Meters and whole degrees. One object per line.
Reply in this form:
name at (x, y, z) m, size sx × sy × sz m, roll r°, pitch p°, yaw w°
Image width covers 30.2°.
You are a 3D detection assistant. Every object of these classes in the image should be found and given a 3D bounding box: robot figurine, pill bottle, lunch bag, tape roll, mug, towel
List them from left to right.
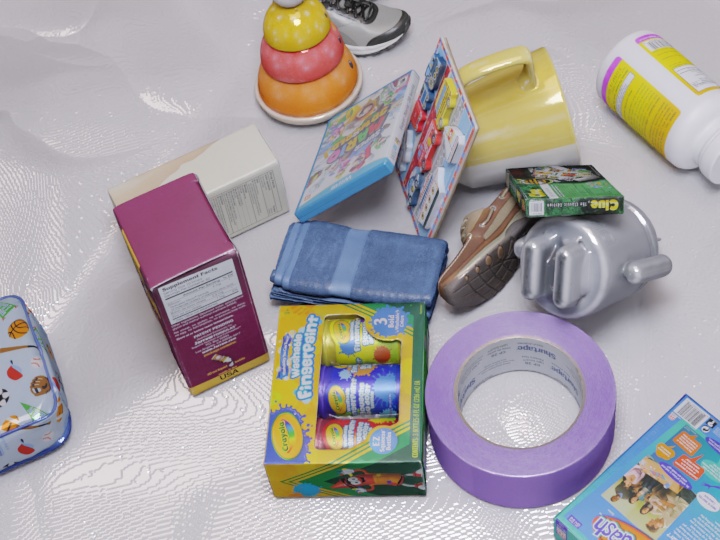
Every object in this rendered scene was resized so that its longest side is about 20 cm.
lunch bag at (-0.418, 0.130, 1.492) m, size 0.158 × 0.076 × 0.201 m, roll -24°, pitch 54°, yaw -7°
towel at (0.000, 0.000, 1.541) m, size 0.197 × 0.049 × 0.113 m, roll 8°, pitch 52°, yaw 16°
mug at (0.164, -0.186, 1.585) m, size 0.151 × 0.189 × 0.150 m, roll -17°, pitch 26°, yaw 6°
tape roll at (0.167, 0.143, 1.395) m, size 0.196 × 0.066 × 0.202 m, roll -5°, pitch 52°, yaw 6°
robot figurine at (0.250, -0.016, 1.447) m, size 0.168 × 0.115 × 0.199 m, roll 19°, pitch 24°, yaw 35°
pill bottle at (0.379, -0.192, 1.594) m, size 0.103 × 0.105 × 0.201 m, roll -29°, pitch 54°, yaw -14°

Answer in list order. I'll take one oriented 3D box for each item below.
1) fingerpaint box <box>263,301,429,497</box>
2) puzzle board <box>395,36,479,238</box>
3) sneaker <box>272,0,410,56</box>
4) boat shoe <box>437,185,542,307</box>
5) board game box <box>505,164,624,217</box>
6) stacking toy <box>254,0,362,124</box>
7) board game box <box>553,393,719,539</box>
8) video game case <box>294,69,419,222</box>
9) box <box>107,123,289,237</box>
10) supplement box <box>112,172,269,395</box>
fingerpaint box at (-0.011, 0.134, 1.423) m, size 0.164 × 0.074 × 0.202 m, roll -2°, pitch 52°, yaw 8°
puzzle board at (0.082, -0.144, 1.547) m, size 0.017 × 0.201 × 0.152 m, roll 0°, pitch 48°, yaw -18°
sneaker at (-0.030, -0.343, 1.791) m, size 0.197 × 0.080 × 0.075 m, roll 9°, pitch 52°, yaw 14°
boat shoe at (0.148, -0.032, 1.532) m, size 0.071 × 0.076 × 0.200 m, roll 28°, pitch 52°, yaw 31°
board game box at (0.219, -0.089, 1.457) m, size 0.103 × 0.024 × 0.200 m, roll 0°, pitch 14°, yaw 1°
stacking toy at (-0.077, -0.298, 1.685) m, size 0.143 × 0.201 × 0.148 m, roll -4°, pitch 52°, yaw 5°
board game box at (0.310, 0.237, 1.311) m, size 0.199 × 0.045 × 0.152 m, roll -37°, pitch 57°, yaw -19°
video game case at (-0.002, -0.152, 1.603) m, size 0.142 × 0.018 × 0.201 m, roll -27°, pitch 29°, yaw 31°
box at (-0.193, -0.085, 1.609) m, size 0.198 × 0.096 × 0.078 m, roll -25°, pitch 52°, yaw -12°
supplement box at (-0.182, 0.018, 1.459) m, size 0.102 × 0.201 × 0.132 m, roll -23°, pitch 51°, yaw -10°
